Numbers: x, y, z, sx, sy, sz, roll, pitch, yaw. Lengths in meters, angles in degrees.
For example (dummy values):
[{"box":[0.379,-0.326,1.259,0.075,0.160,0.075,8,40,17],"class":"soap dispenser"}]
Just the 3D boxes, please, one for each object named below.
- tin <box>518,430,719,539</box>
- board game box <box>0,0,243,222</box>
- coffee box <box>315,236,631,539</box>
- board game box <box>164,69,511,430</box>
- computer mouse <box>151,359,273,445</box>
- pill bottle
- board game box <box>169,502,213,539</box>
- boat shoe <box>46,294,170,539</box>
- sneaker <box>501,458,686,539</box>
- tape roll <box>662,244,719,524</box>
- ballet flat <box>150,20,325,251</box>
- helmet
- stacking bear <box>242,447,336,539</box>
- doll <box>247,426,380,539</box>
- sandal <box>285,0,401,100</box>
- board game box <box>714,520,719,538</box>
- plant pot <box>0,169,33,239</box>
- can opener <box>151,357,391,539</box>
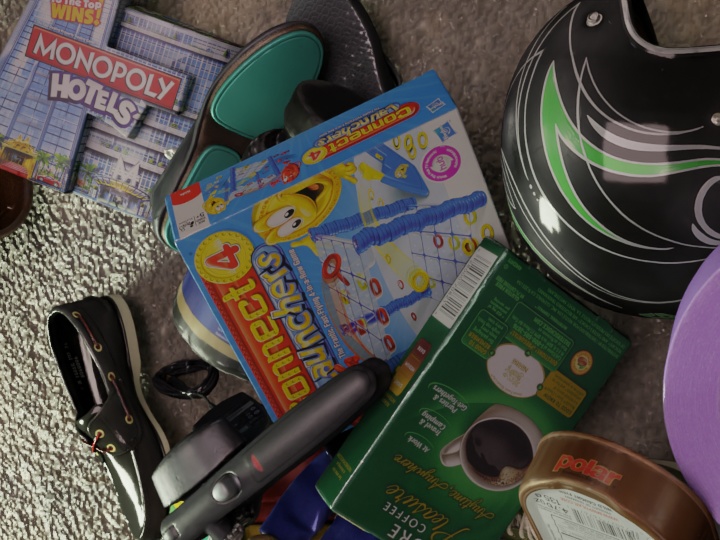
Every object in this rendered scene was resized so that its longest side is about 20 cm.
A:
[{"box":[0.157,0.165,0.840,0.111,0.201,0.042,20,63,37],"class":"tin"},{"box":[-0.195,-0.157,1.113,0.197,0.062,0.203,20,100,11],"class":"board game box"},{"box":[0.073,0.093,0.927,0.201,0.122,0.044,-57,24,1],"class":"coffee box"},{"box":[0.000,0.000,0.946,0.194,0.201,0.056,-25,35,1],"class":"board game box"},{"box":[-0.108,0.109,1.061,0.058,0.200,0.034,-34,116,-13],"class":"computer mouse"},{"box":[-0.049,-0.028,1.019,0.112,0.111,0.202,39,118,20],"class":"pill bottle"},{"box":[-0.093,0.241,0.995,0.200,0.030,0.097,38,120,51],"class":"board game box"},{"box":[-0.197,0.120,1.128,0.073,0.063,0.204,-27,78,47],"class":"boat shoe"},{"box":[0.131,0.155,0.966,0.197,0.090,0.068,-1,91,26],"class":"sneaker"},{"box":[0.266,0.062,0.776,0.197,0.066,0.203,4,106,15],"class":"tape roll"},{"box":[-0.098,-0.107,1.053,0.073,0.073,0.201,40,109,19],"class":"ballet flat"},{"box":[0.179,-0.074,0.890,0.188,0.200,0.203,18,98,18],"class":"helmet"},{"box":[-0.043,0.206,1.045,0.112,0.121,0.203,-4,80,20],"class":"stacking bear"},{"box":[0.015,0.139,0.996,0.136,0.049,0.201,32,67,19],"class":"doll"},{"box":[0.005,-0.121,1.055,0.076,0.043,0.202,-28,89,30],"class":"sandal"},{"box":[0.300,0.211,0.880,0.104,0.103,0.203,-21,81,22],"class":"board game box"},{"box":[-0.407,-0.043,1.173,0.198,0.199,0.201,-43,74,27],"class":"plant pot"},{"box":[-0.060,0.119,0.925,0.199,0.063,0.079,-36,91,27],"class":"can opener"}]
